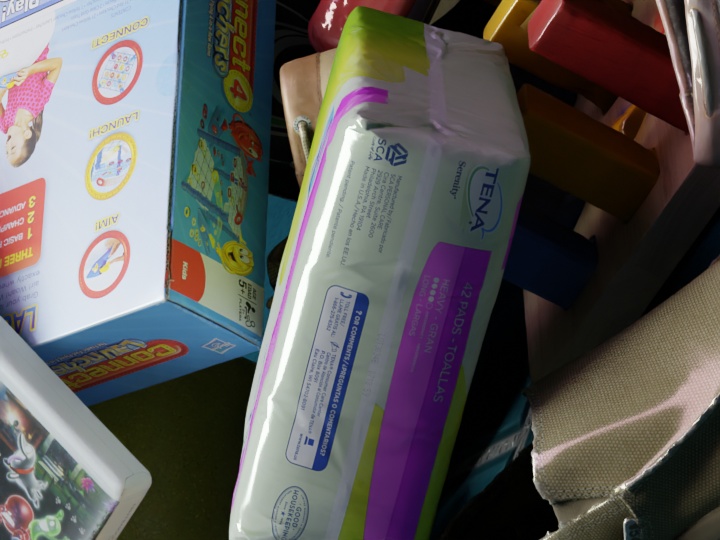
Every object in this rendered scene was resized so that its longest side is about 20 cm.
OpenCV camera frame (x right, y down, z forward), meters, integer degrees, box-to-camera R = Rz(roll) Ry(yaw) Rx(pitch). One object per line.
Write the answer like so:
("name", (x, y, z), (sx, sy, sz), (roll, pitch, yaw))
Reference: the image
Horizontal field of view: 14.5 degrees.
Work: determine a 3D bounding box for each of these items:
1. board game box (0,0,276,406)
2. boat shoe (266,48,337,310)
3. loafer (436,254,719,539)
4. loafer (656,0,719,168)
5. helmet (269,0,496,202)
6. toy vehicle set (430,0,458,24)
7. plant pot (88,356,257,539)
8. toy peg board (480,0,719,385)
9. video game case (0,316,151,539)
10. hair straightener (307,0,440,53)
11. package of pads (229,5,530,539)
("board game box", (-0.126, -0.042, 1.138), (0.199, 0.056, 0.197), (-18, 58, 36))
("boat shoe", (0.000, 0.000, 1.113), (0.076, 0.073, 0.201), (-89, -3, -65))
("loafer", (0.086, 0.052, 0.872), (0.200, 0.067, 0.076), (-58, 17, 25))
("loafer", (0.101, -0.129, 0.924), (0.063, 0.201, 0.072), (-24, -15, 2))
("helmet", (-0.019, -0.126, 1.255), (0.190, 0.200, 0.201), (15, 77, 44))
("toy vehicle set", (0.019, -0.178, 1.401), (0.201, 0.124, 0.027), (-64, 15, -1))
("plant pot", (-0.102, 0.161, 1.174), (0.187, 0.186, 0.201), (-49, 34, 45))
("toy peg board", (0.086, -0.093, 1.070), (0.199, 0.098, 0.200), (-56, 16, 26))
("video game case", (-0.189, 0.077, 1.103), (0.023, 0.200, 0.182), (-19, -32, -54))
("hair straightener", (0.043, -0.171, 1.113), (0.201, 0.041, 0.077), (-67, -17, 12))
("package of pads", (0.007, 0.007, 0.955), (0.200, 0.068, 0.155), (-86, 10, -74))
